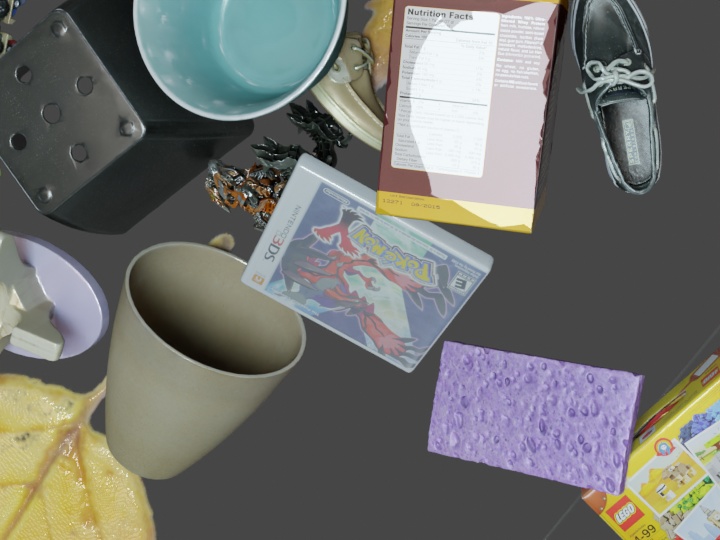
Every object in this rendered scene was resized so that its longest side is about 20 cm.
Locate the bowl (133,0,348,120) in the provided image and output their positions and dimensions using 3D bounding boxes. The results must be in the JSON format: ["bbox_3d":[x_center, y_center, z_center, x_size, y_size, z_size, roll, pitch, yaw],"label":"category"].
[{"bbox_3d":[-0.091,-0.228,0.960,0.198,0.105,0.203,0,90,17],"label":"bowl"}]

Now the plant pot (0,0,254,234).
[{"bbox_3d":[-0.255,-0.156,1.032,0.199,0.177,0.201,-34,91,16],"label":"plant pot"}]

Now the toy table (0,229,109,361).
[{"bbox_3d":[-0.377,0.037,1.128,0.198,0.117,0.186,9,103,10],"label":"toy table"}]

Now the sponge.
[{"bbox_3d":[0.164,0.137,1.030,0.198,0.030,0.113,9,89,29],"label":"sponge"}]

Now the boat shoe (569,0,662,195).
[{"bbox_3d":[0.232,-0.167,0.976,0.073,0.068,0.202,-7,99,13],"label":"boat shoe"}]

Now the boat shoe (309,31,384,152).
[{"bbox_3d":[-0.022,-0.200,1.027,0.065,0.072,0.201,-41,85,18],"label":"boat shoe"}]

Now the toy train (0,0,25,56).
[{"bbox_3d":[-0.376,-0.223,1.113,0.034,0.046,0.202,21,106,23],"label":"toy train"}]

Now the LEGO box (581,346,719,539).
[{"bbox_3d":[0.332,0.190,1.019,0.149,0.077,0.200,44,106,1],"label":"LEGO box"}]

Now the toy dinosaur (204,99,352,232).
[{"bbox_3d":[-0.057,-0.082,1.057,0.197,0.103,0.137,4,131,-2],"label":"toy dinosaur"}]

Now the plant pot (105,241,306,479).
[{"bbox_3d":[-0.180,0.108,1.079,0.186,0.187,0.201,34,120,4],"label":"plant pot"}]

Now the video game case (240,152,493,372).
[{"bbox_3d":[0.000,0.000,1.023,0.199,0.023,0.183,28,137,-4],"label":"video game case"}]

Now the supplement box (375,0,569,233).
[{"bbox_3d":[0.104,-0.154,0.940,0.131,0.197,0.202,8,103,11],"label":"supplement box"}]
